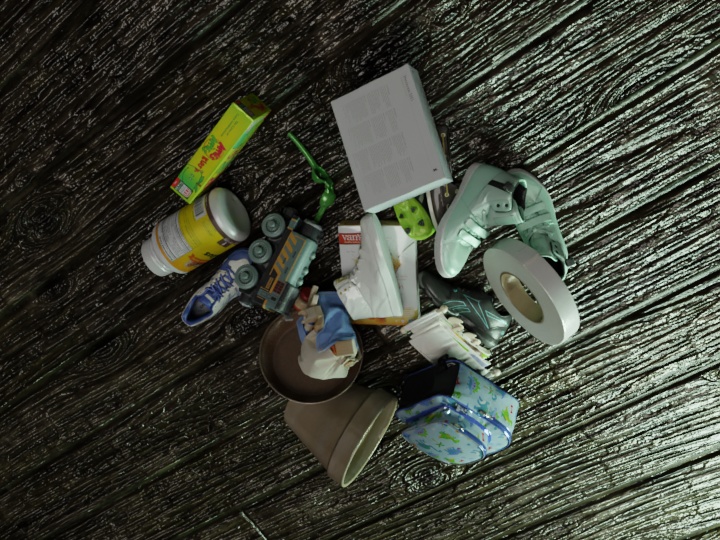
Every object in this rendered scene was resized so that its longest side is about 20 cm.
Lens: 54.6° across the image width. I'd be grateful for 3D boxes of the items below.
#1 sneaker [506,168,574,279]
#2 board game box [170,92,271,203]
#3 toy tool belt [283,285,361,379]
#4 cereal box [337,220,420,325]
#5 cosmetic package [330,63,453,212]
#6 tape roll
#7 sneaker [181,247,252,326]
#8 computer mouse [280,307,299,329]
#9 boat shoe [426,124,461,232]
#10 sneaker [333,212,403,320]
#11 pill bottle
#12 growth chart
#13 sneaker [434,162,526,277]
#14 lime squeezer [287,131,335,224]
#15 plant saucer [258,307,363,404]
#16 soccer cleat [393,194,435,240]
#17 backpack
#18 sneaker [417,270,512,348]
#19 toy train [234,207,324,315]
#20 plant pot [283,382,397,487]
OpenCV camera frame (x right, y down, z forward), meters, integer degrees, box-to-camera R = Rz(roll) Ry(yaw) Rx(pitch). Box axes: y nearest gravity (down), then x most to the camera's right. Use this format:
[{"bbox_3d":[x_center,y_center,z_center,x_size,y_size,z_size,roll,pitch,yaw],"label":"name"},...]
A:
[{"bbox_3d":[0.299,-0.074,1.172,0.073,0.118,0.201,-27,104,20],"label":"sneaker"},{"bbox_3d":[-0.248,-0.217,1.239,0.048,0.102,0.200,40,114,-8],"label":"board game box"},{"bbox_3d":[-0.063,0.092,1.283,0.124,0.201,0.123,-2,145,-32],"label":"toy tool belt"},{"bbox_3d":[0.037,0.005,1.304,0.143,0.040,0.201,0,112,13],"label":"cereal box"},{"bbox_3d":[0.051,-0.216,1.159,0.150,0.052,0.201,-20,82,25],"label":"cosmetic package"},{"bbox_3d":[0.287,0.036,1.184,0.037,0.203,0.203,-35,103,-11],"label":"tape roll"},{"bbox_3d":[-0.271,0.041,1.358,0.075,0.088,0.200,42,113,-5],"label":"sneaker"},{"bbox_3d":[-0.158,0.046,1.366,0.058,0.034,0.201,-6,111,13],"label":"computer mouse"},{"bbox_3d":[0.144,-0.148,1.201,0.060,0.072,0.202,-11,107,20],"label":"boat shoe"},{"bbox_3d":[0.000,0.000,1.248,0.115,0.074,0.201,-10,110,13],"label":"sneaker"},{"bbox_3d":[-0.313,-0.066,1.310,0.199,0.109,0.110,-27,104,21],"label":"pill bottle"},{"bbox_3d":[0.170,0.149,1.301,0.144,0.018,0.200,-23,118,41],"label":"growth chart"},{"bbox_3d":[0.200,-0.073,1.143,0.118,0.074,0.202,23,93,44],"label":"sneaker"},{"bbox_3d":[-0.080,-0.157,1.272,0.070,0.038,0.201,9,119,43],"label":"lime squeezer"},{"bbox_3d":[-0.094,0.163,1.341,0.199,0.201,0.037,14,154,6],"label":"plant saucer"},{"bbox_3d":[0.076,-0.147,1.222,0.067,0.081,0.201,-22,85,22],"label":"soccer cleat"},{"bbox_3d":[0.183,0.278,1.307,0.199,0.148,0.183,29,146,-17],"label":"backpack"},{"bbox_3d":[0.192,0.056,1.285,0.200,0.075,0.079,38,102,-13],"label":"sneaker"},{"bbox_3d":[-0.145,-0.014,1.271,0.113,0.085,0.201,25,83,16],"label":"toy train"},{"bbox_3d":[-0.050,0.293,1.374,0.173,0.200,0.201,28,116,17],"label":"plant pot"}]
